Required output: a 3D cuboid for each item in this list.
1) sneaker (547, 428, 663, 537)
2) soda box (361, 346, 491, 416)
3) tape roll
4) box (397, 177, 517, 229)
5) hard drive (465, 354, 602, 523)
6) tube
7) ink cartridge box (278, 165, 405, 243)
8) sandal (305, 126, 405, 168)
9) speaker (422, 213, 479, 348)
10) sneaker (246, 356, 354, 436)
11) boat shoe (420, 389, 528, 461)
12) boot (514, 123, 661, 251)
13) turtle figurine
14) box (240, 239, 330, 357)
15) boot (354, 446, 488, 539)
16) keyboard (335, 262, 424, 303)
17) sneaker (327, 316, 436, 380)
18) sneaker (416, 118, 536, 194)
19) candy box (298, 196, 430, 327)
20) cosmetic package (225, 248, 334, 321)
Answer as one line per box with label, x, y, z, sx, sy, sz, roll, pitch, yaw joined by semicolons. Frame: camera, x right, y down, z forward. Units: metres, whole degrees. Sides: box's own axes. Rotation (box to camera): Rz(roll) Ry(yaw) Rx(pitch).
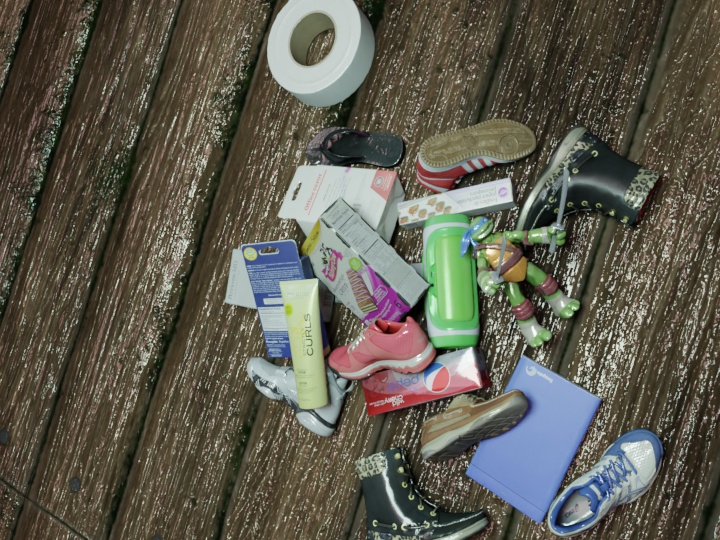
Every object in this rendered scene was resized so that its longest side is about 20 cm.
sneaker;0.341;0.303;0.936;0.201;0.088;0.075;-49;65;10
soda box;0.103;0.178;1.077;0.195;0.070;0.065;-19;75;21
tape roll;-0.074;-0.414;1.251;0.197;0.070;0.209;-4;81;25
box;0.157;-0.108;1.112;0.195;0.041;0.040;-11;78;24
hard drive;0.258;0.251;1.017;0.130;0.025;0.204;27;94;26
tube;-0.089;0.117;1.087;0.056;0.052;0.207;-7;95;-12
ink cartridge box;-0.033;-0.112;1.169;0.195;0.068;0.119;9;64;26
sandal;-0.016;-0.224;1.206;0.195;0.048;0.078;4;84;25
speaker;0.143;0.019;1.074;0.086;0.088;0.207;-6;80;24
sneaker;-0.101;0.184;1.173;0.198;0.075;0.117;34;96;20
boat shoe;0.163;0.222;1.026;0.198;0.075;0.073;-35;49;29
boot;0.334;-0.095;1.009;0.152;0.073;0.207;33;98;22
turtle figurine;0.241;0.002;0.962;0.198;0.144;0.196;-27;106;43
box;-0.125;0.047;1.129;0.118;0.032;0.206;-3;108;31
boot;0.086;0.351;1.051;0.199;0.073;0.158;-21;71;20
keyboard;0.043;0.021;1.164;0.194;0.011;0.058;-5;75;24
sneaker;0.024;0.114;1.071;0.196;0.074;0.088;-12;114;33
sneaker;0.182;-0.183;1.105;0.194;0.113;0.073;-9;74;-8
candy box;0.000;0.000;1.083;0.200;0.061;0.137;44;146;4
cosmetic package;-0.143;0.026;1.213;0.195;0.074;0.105;7;87;26
